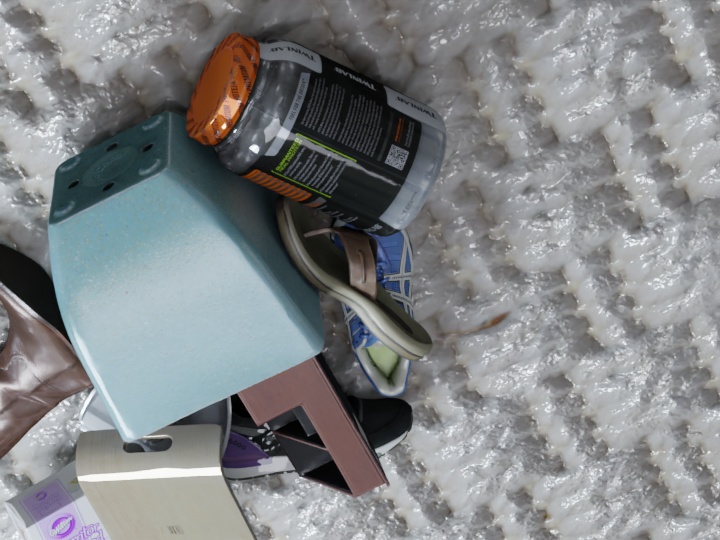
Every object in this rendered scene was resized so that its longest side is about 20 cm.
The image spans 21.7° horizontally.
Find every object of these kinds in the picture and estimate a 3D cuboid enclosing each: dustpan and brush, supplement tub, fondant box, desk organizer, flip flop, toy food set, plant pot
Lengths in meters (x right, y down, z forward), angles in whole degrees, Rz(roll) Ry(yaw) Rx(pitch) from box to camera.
[{"bbox_3d":[-0.161,0.097,1.758,0.140,0.057,0.200,31,90,0],"label":"dustpan and brush"},{"bbox_3d":[-0.038,-0.118,1.594,0.200,0.123,0.123,24,118,-23],"label":"supplement tub"},{"bbox_3d":[-0.244,0.273,1.850,0.144,0.058,0.200,-30,127,-17],"label":"fondant box"},{"bbox_3d":[-0.053,0.126,1.705,0.077,0.072,0.200,-27,125,2],"label":"desk organizer"},{"bbox_3d":[0.000,0.000,1.646,0.058,0.081,0.200,-40,108,19],"label":"flip flop"},{"bbox_3d":[-0.165,0.219,1.757,0.143,0.060,0.200,-5,134,18],"label":"toy food set"},{"bbox_3d":[-0.166,-0.014,1.612,0.196,0.196,0.200,-26,120,10],"label":"plant pot"}]

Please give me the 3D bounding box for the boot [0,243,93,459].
[{"bbox_3d":[-0.347,0.084,1.735,0.200,0.064,0.186,-33,116,23],"label":"boot"}]

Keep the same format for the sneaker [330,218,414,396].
[{"bbox_3d":[0.019,0.027,1.732,0.076,0.077,0.200,-13,123,3],"label":"sneaker"}]

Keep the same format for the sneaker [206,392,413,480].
[{"bbox_3d":[-0.050,0.141,1.808,0.200,0.076,0.088,-11,120,0],"label":"sneaker"}]
